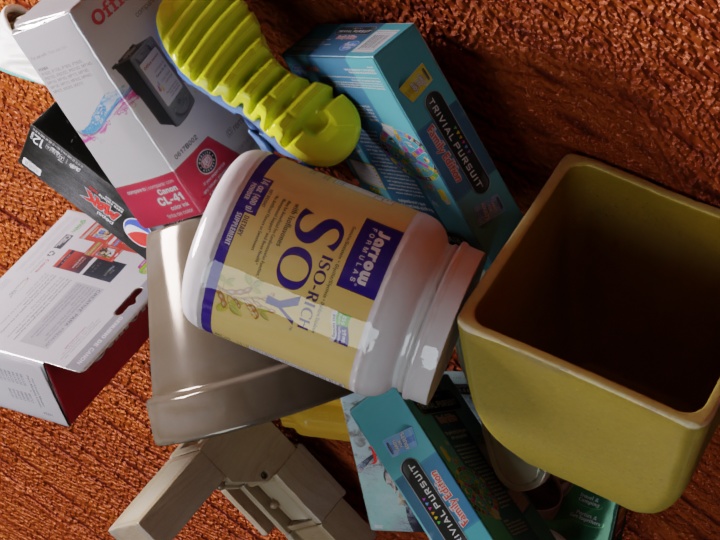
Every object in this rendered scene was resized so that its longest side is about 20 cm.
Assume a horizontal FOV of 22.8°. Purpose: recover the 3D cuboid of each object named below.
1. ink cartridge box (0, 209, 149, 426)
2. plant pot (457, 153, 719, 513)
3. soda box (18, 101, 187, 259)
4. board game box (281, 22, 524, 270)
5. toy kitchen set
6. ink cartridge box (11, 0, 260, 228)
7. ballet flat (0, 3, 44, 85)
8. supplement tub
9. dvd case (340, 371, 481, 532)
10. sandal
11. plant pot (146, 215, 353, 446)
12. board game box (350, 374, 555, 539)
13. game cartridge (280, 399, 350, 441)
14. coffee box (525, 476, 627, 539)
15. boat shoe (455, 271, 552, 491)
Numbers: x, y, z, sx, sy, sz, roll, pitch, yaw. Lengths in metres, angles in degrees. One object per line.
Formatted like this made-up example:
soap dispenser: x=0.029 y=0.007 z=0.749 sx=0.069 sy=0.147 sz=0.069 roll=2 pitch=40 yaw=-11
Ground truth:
ink cartridge box: x=-0.261 y=0.046 z=1.694 sx=0.175 sy=0.200 sz=0.084 roll=12 pitch=135 yaw=32
plant pot: x=0.197 y=0.070 z=1.361 sx=0.195 sy=0.195 sz=0.201 roll=23 pitch=144 yaw=19
soda box: x=-0.212 y=-0.076 z=1.639 sx=0.200 sy=0.071 sz=0.063 roll=38 pitch=141 yaw=2
board game box: x=0.037 y=-0.098 z=1.396 sx=0.201 sy=0.047 sz=0.151 roll=58 pitch=160 yaw=-23
toy kitchen set: x=-0.133 y=0.266 z=1.810 sx=0.200 sy=0.181 sz=0.163 roll=47 pitch=150 yaw=-11
ink cartridge box: x=-0.167 y=-0.159 z=1.460 sx=0.085 sy=0.148 sz=0.201 roll=-8 pitch=123 yaw=43
ballet flat: x=-0.247 y=-0.184 z=1.576 sx=0.199 sy=0.069 sz=0.070 roll=24 pitch=139 yaw=21
supplement tub: x=-0.020 y=0.008 z=1.342 sx=0.199 sy=0.146 sz=0.146 roll=21 pitch=139 yaw=8
dvd case: x=0.063 y=0.172 z=1.663 sx=0.145 sy=0.022 sz=0.201 roll=1 pitch=129 yaw=14
sandal: x=-0.085 y=-0.142 z=1.400 sx=0.200 sy=0.079 sz=0.087 roll=46 pitch=166 yaw=11
plant pot: x=-0.099 y=0.036 z=1.492 sx=0.199 sy=0.199 sz=0.175 roll=-14 pitch=93 yaw=46
board game box: x=0.086 y=0.184 z=1.481 sx=0.047 sy=0.151 sz=0.201 roll=-37 pitch=76 yaw=16
game cartridge: x=-0.036 y=0.083 z=1.684 sx=0.176 sy=0.032 sz=0.201 roll=3 pitch=128 yaw=38
coffee box: x=0.175 y=0.195 z=1.562 sx=0.122 sy=0.044 sz=0.201 roll=18 pitch=117 yaw=25
boat shoe: x=0.132 y=0.081 z=1.491 sx=0.074 sy=0.066 sz=0.201 roll=-20 pitch=82 yaw=31
